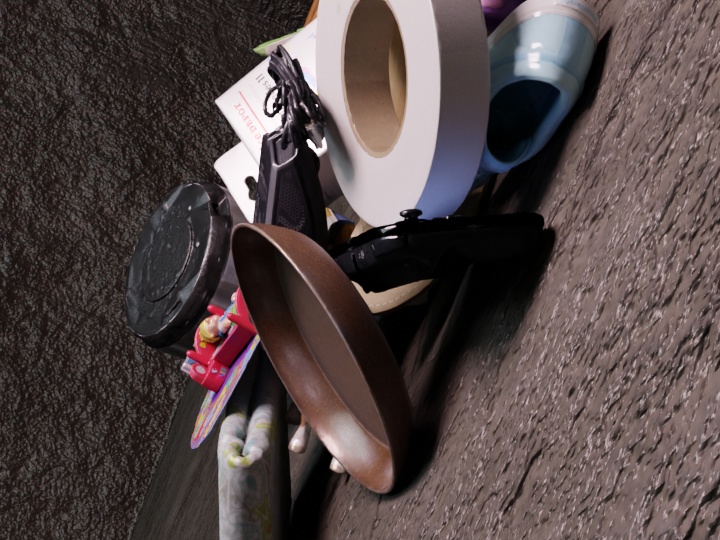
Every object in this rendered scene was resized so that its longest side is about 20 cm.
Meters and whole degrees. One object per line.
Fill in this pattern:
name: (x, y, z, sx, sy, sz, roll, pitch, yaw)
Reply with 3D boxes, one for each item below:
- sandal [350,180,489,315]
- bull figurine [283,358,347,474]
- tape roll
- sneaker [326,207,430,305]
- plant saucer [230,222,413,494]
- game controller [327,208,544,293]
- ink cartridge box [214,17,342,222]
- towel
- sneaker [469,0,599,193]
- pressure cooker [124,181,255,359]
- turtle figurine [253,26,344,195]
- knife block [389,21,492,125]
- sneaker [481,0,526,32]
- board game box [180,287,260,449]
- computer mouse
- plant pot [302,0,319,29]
sandal: (0.061, -0.050, 1.117, 0.212, 0.077, 0.070, -62, -24, -11)
bull figurine: (-0.019, 0.081, 1.206, 0.200, 0.065, 0.122, -84, 12, -79)
tape roll: (0.023, -0.128, 0.999, 0.203, 0.037, 0.204, 174, 90, -68)
sneaker: (0.000, 0.000, 1.214, 0.200, 0.088, 0.076, -144, 72, -75)
plant saucer: (-0.021, 0.052, 1.019, 0.034, 0.201, 0.200, -29, -3, -16)
game controller: (0.042, -0.015, 0.954, 0.200, 0.104, 0.042, 162, 95, -79)
ink cartridge box: (-0.039, -0.127, 1.289, 0.200, 0.117, 0.067, -39, -32, 6)
towel: (-0.087, 0.172, 1.253, 0.200, 0.048, 0.172, -86, -5, -64)
sneaker: (0.077, -0.091, 0.987, 0.200, 0.074, 0.082, -53, 13, 50)
pressure cooker: (-0.113, 0.022, 1.540, 0.176, 0.199, 0.179, -56, 34, 18)
turtle figurine: (-0.038, -0.123, 1.424, 0.200, 0.143, 0.195, -161, 50, -74)
knife block: (0.028, -0.120, 1.154, 0.176, 0.064, 0.200, -57, -24, 8)
sneaker: (0.086, -0.202, 1.273, 0.200, 0.080, 0.089, -152, 70, -77)
board game box: (-0.107, 0.046, 1.251, 0.201, 0.039, 0.158, -61, 9, 11)
computer mouse: (-0.045, -0.048, 1.111, 0.139, 0.052, 0.201, -109, 25, -61)
plant pot: (0.024, -0.258, 1.584, 0.200, 0.140, 0.201, -157, 90, -81)
